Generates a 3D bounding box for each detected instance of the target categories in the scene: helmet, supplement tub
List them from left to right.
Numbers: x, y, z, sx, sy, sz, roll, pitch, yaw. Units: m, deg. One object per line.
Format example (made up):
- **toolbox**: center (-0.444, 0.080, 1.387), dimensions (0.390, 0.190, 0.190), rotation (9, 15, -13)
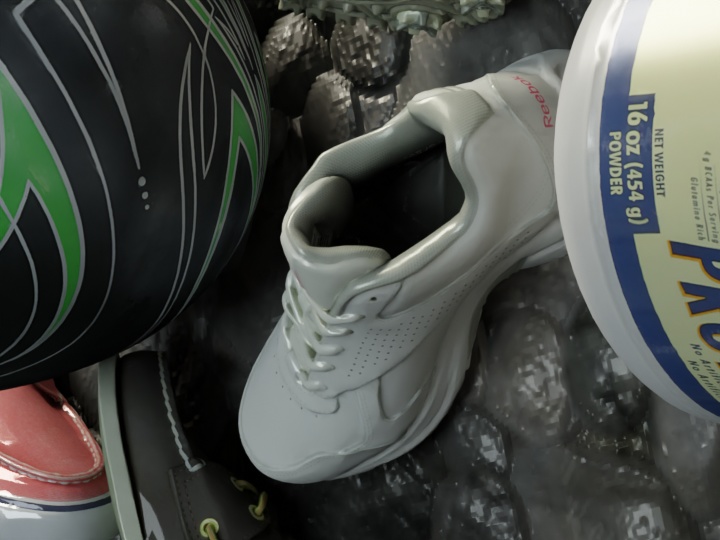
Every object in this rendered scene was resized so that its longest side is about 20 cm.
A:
- **helmet**: center (-0.128, -0.062, 0.815), dimensions (0.191, 0.200, 0.200), rotation (-38, 65, 28)
- **supplement tub**: center (0.165, -0.030, 0.553), dimensions (0.200, 0.145, 0.145), rotation (-2, 91, 46)

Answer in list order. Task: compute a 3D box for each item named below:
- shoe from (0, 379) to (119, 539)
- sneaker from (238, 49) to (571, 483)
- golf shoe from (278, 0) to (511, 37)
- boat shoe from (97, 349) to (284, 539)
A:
- **shoe**: center (-0.164, 0.040, 0.942), dimensions (0.200, 0.071, 0.091), rotation (28, 117, 46)
- **sneaker**: center (0.000, 0.000, 0.754), dimensions (0.078, 0.099, 0.200), rotation (56, 127, 28)
- **golf shoe**: center (0.038, -0.141, 0.745), dimensions (0.200, 0.078, 0.097), rotation (-12, 66, 40)
- **boat shoe**: center (-0.055, 0.117, 0.847), dimensions (0.072, 0.060, 0.202), rotation (77, 177, -65)
